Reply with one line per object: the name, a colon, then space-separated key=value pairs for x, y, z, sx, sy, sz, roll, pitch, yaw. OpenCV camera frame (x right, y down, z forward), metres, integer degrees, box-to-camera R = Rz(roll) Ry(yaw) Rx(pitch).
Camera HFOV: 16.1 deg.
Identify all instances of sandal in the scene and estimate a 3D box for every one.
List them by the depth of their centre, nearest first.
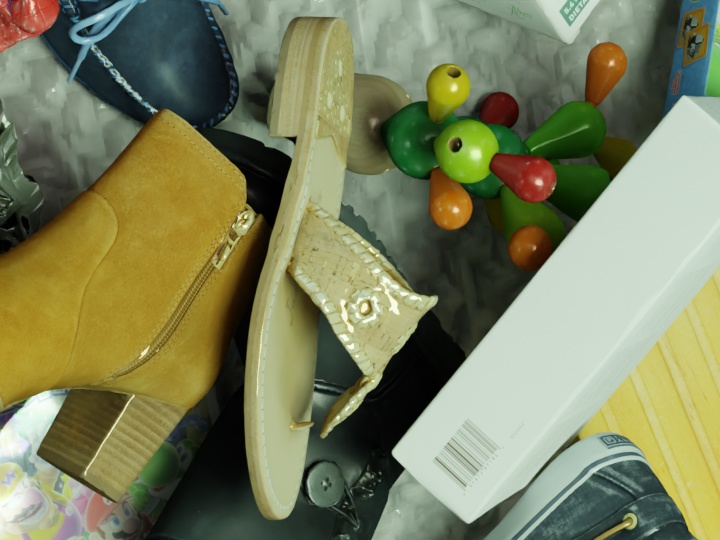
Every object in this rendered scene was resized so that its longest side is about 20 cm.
sandal: x=-0.002 y=0.000 z=1.060 sx=0.069 sy=0.078 sz=0.214 roll=2 pitch=85 yaw=16

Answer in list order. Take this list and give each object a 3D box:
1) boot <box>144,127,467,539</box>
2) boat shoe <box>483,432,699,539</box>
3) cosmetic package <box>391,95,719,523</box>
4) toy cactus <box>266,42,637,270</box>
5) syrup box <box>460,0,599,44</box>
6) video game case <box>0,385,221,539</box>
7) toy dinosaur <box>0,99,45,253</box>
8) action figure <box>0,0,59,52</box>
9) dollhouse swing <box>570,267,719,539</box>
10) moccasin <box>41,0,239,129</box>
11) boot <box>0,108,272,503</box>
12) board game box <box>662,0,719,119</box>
boot: x=-0.045 y=0.059 z=1.132 sx=0.200 sy=0.076 sz=0.169 roll=48 pitch=61 yaw=-32
boat shoe: x=0.079 y=0.175 z=1.174 sx=0.071 sy=0.091 sz=0.201 roll=18 pitch=117 yaw=-45
cosmetic package: x=0.110 y=0.013 z=1.126 sx=0.052 sy=0.151 sz=0.200 roll=42 pitch=103 yaw=12
toy cactus: x=0.039 y=-0.064 z=1.149 sx=0.164 sy=0.200 sz=0.103 roll=17 pitch=104 yaw=12
syrup box: x=0.048 y=-0.195 z=1.127 sx=0.079 sy=0.081 sz=0.200 roll=-55 pitch=141 yaw=-10
video game case: x=-0.127 y=0.093 z=1.148 sx=0.142 sy=0.018 sz=0.202 roll=-16 pitch=101 yaw=-23
toy dinosaur: x=-0.200 y=-0.009 z=1.070 sx=0.135 sy=0.102 sz=0.201 roll=-24 pitch=112 yaw=-11
action figure: x=-0.145 y=-0.173 z=1.021 sx=0.099 sy=0.065 sz=0.201 roll=21 pitch=88 yaw=-28
dollhouse swing: x=0.208 y=0.074 z=1.233 sx=0.199 sy=0.182 sz=0.177 roll=-31 pitch=126 yaw=-19
moccasin: x=-0.120 y=-0.137 z=1.101 sx=0.080 sy=0.068 sz=0.200 roll=-45 pitch=111 yaw=-15
boot: x=-0.117 y=-0.006 z=1.013 sx=0.201 sy=0.071 sz=0.145 roll=42 pitch=73 yaw=-49
board game box: x=0.230 y=-0.131 z=1.262 sx=0.150 sy=0.037 sz=0.201 roll=20 pitch=70 yaw=-26
